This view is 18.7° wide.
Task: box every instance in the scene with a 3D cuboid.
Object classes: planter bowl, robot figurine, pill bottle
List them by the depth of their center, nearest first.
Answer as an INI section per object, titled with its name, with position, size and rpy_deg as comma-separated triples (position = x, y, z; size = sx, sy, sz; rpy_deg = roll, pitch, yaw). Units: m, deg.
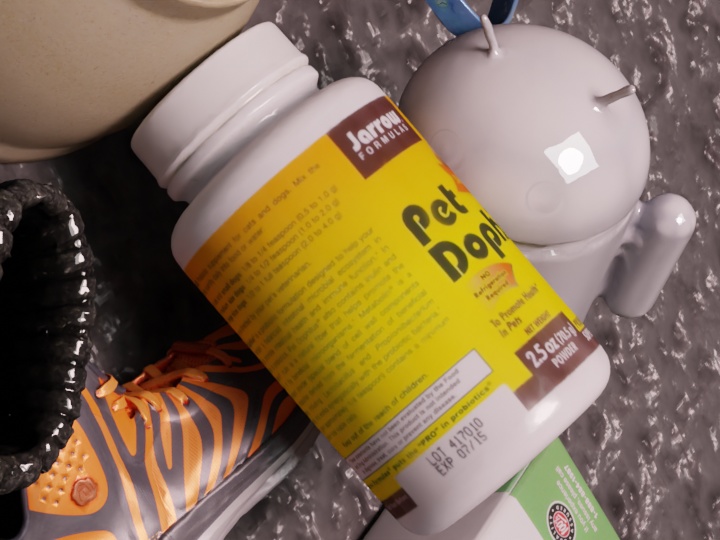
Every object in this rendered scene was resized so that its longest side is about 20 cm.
[planter bowl]
position = -0.107, -0.151, 0.859
size = 0.200, 0.134, 0.201
rpy_deg = 8, 78, -44
[pill bottle]
position = 0.000, 0.000, 0.878
size = 0.200, 0.109, 0.109
rpy_deg = 49, 48, 3
[robot figurine]
position = 0.061, -0.030, 0.977
size = 0.169, 0.200, 0.113
rpy_deg = 17, 50, -2

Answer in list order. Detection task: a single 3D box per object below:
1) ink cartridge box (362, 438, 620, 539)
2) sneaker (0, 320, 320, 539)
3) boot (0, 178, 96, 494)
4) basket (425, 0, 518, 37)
[ink cartridge box]
position = 0.048, 0.194, 1.003
size = 0.200, 0.084, 0.145
rpy_deg = -51, 119, -38
[sneaker]
position = -0.085, 0.054, 0.892
size = 0.112, 0.077, 0.200
rpy_deg = 54, 51, -27
[boot]
position = -0.169, -0.026, 0.759
size = 0.079, 0.157, 0.212
rpy_deg = -11, 93, -46
[basket]
position = 0.031, -0.222, 1.005
size = 0.176, 0.139, 0.200
rpy_deg = 49, 44, -24
